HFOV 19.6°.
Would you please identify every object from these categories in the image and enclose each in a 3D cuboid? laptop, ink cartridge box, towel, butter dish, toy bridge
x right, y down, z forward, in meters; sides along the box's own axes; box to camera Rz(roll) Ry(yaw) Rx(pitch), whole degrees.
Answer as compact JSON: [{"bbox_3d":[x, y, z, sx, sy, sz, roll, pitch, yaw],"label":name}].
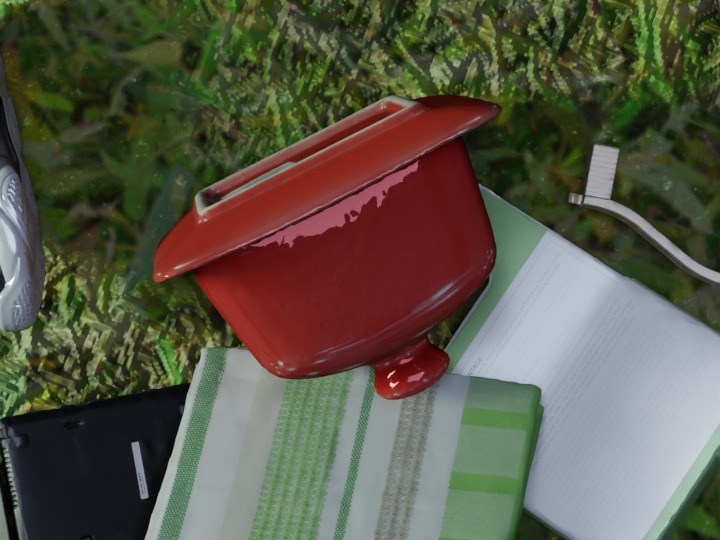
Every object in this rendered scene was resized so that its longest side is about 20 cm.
[{"bbox_3d":[-0.182,0.170,1.198,0.200,0.103,0.177,-10,87,-27],"label":"laptop"},{"bbox_3d":[0.113,0.064,1.193,0.200,0.048,0.146,33,86,16],"label":"ink cartridge box"},{"bbox_3d":[-0.008,0.119,1.147,0.200,0.031,0.149,7,60,13],"label":"towel"},{"bbox_3d":[0.000,0.000,1.127,0.199,0.200,0.148,-26,99,-2],"label":"butter dish"},{"bbox_3d":[0.218,-0.024,1.209,0.200,0.027,0.067,10,87,0],"label":"toy bridge"}]

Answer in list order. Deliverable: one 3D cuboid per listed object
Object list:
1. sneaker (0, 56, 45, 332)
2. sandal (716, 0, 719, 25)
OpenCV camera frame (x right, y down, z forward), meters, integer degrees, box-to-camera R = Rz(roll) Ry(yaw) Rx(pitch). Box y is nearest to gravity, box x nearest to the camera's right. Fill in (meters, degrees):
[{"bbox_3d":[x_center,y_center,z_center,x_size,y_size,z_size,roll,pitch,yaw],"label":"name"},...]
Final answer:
[{"bbox_3d":[-0.248,-0.053,1.180,0.114,0.075,0.200,-14,81,-1],"label":"sneaker"},{"bbox_3d":[0.240,-0.132,1.206,0.076,0.043,0.200,4,81,7],"label":"sandal"}]
